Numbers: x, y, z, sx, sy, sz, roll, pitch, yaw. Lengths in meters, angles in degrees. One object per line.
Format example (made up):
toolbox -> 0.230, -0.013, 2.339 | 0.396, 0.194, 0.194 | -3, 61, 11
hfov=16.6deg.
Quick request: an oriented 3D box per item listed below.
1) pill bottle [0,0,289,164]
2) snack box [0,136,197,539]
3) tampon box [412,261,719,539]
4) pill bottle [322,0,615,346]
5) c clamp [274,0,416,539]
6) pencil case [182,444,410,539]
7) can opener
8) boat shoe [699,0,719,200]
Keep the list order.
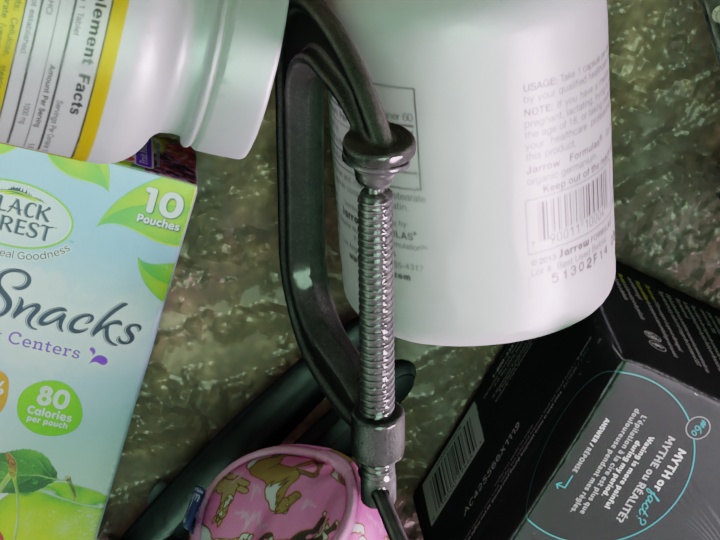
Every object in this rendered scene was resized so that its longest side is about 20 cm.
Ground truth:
pill bottle -> -0.133, -0.105, 0.954 | 0.199, 0.113, 0.113 | 12, 112, -11
snack box -> -0.162, 0.029, 1.041 | 0.142, 0.053, 0.201 | 14, 111, -12
tampon box -> 0.148, 0.109, 1.065 | 0.199, 0.126, 0.150 | 25, 109, -16
pill bottle -> 0.042, -0.082, 0.980 | 0.114, 0.114, 0.201 | -6, 114, -3
c clamp -> 0.000, 0.000, 0.951 | 0.027, 0.171, 0.201 | -11, 118, -15
pencil case -> -0.006, 0.157, 1.061 | 0.086, 0.083, 0.200 | -14, 140, 15
can opener -> -0.054, 0.098, 1.087 | 0.063, 0.079, 0.200 | 43, 103, 20
boat shoe -> 0.179, -0.027, 1.018 | 0.063, 0.071, 0.201 | -9, 84, 3
